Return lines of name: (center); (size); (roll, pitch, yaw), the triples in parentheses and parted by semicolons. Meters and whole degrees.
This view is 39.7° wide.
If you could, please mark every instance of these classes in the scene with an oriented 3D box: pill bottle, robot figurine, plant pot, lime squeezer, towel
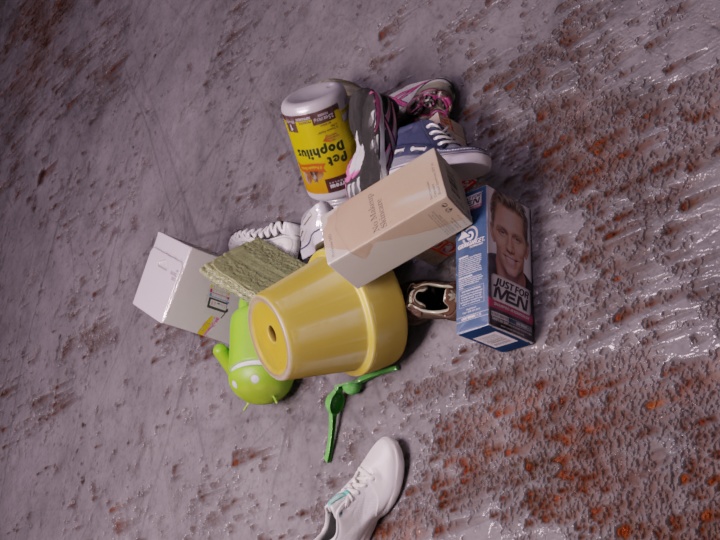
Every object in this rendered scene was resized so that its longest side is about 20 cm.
pill bottle: (-0.050, -0.189, 1.594); (0.107, 0.203, 0.110); (-14, 26, 7)
robot figurine: (-0.169, 0.137, 1.711); (0.173, 0.115, 0.204); (-19, 60, 34)
plant pot: (-0.059, 0.072, 1.488); (0.200, 0.186, 0.205); (33, 132, 48)
lime squeezer: (-0.018, 0.203, 1.563); (0.201, 0.037, 0.071); (-54, 40, 18)
towel: (-0.163, 0.011, 1.714); (0.198, 0.148, 0.037); (26, 128, 28)

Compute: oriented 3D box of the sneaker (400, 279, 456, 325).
sneaker: (0.092, 0.038, 1.473); (0.198, 0.075, 0.072); (-5, 69, 49)

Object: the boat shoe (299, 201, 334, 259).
boat shoe: (-0.062, -0.065, 1.574); (0.200, 0.072, 0.067); (143, 109, -74)

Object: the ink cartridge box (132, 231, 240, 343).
ink cartridge box: (-0.288, 0.038, 1.834); (0.146, 0.198, 0.147); (20, 88, 52)

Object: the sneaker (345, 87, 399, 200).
sneaker: (0.034, -0.177, 1.548); (0.079, 0.085, 0.205); (13, 103, 43)

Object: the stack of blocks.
stack of blocks: (0.118, -0.125, 1.529); (0.115, 0.058, 0.203); (-37, 48, 34)

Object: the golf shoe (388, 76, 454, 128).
golf shoe: (0.066, -0.254, 1.627); (0.197, 0.073, 0.093); (-18, 30, 23)

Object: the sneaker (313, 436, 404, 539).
sneaker: (-0.007, 0.332, 1.448); (0.075, 0.087, 0.203); (31, 98, 53)

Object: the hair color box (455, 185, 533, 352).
hair color box: (0.183, -0.002, 1.360); (0.060, 0.099, 0.204); (-21, 59, 42)

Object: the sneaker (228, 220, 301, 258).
sneaker: (-0.181, -0.037, 1.848); (0.198, 0.074, 0.083); (-11, 74, 48)

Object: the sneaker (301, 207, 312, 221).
sneaker: (-0.037, -0.065, 1.679); (0.198, 0.072, 0.072); (1, 70, 50)

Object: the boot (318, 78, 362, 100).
boot: (-0.054, -0.280, 1.713); (0.154, 0.196, 0.074); (40, 135, 52)

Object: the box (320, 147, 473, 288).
box: (0.047, -0.069, 1.377); (0.198, 0.078, 0.096); (-30, 49, 21)

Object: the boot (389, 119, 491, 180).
boot: (0.114, -0.180, 1.450); (0.198, 0.072, 0.092); (-4, 75, 50)
